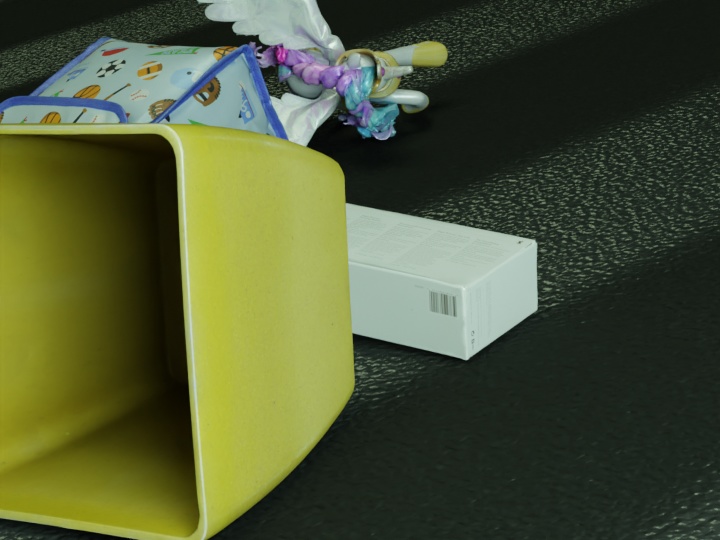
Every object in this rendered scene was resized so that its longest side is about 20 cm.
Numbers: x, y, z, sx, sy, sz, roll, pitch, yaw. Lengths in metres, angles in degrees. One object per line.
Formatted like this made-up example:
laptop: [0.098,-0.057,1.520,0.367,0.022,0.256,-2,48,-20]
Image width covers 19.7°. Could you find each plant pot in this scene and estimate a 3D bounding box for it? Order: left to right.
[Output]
plant pot: [-0.109,0.015,1.081,0.200,0.200,0.176,3,11,35]

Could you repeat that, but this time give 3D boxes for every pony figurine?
pony figurine: [-0.034,-0.161,1.668,0.193,0.167,0.200,3,5,14]

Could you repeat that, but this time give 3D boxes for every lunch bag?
lunch bag: [-0.183,-0.084,1.530,0.170,0.124,0.200,9,42,44]

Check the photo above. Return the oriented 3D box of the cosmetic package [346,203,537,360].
cosmetic package: [0.000,0.000,1.238,0.200,0.051,0.083,12,29,33]

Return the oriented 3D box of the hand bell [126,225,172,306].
hand bell: [-0.213,0.051,1.188,0.200,0.104,0.104,-40,30,-26]
